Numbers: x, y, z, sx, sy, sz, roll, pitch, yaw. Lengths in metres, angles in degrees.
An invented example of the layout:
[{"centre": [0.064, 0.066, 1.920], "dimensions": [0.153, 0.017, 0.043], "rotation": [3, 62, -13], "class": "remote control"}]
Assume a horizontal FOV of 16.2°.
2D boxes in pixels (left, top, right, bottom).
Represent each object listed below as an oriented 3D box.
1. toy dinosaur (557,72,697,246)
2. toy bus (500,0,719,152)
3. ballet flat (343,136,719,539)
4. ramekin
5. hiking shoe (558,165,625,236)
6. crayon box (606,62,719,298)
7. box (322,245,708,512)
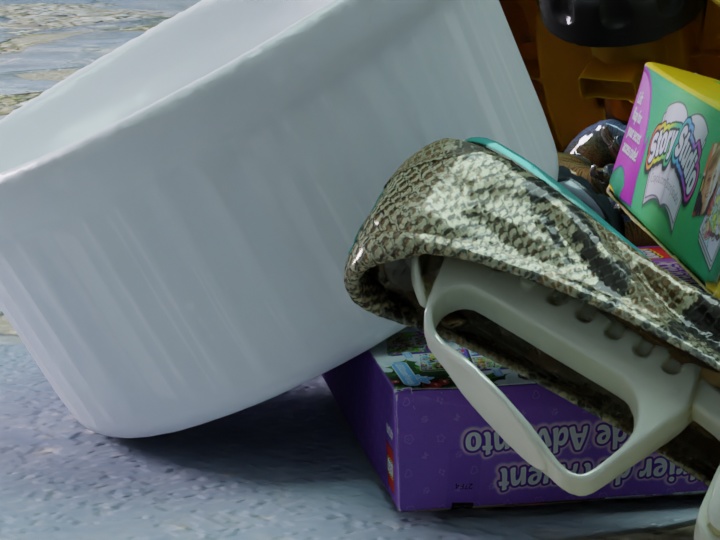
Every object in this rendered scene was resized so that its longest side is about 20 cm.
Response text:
[{"centre": [0.058, -0.016, 1.034], "dimensions": [0.181, 0.200, 0.105], "rotation": [-27, 20, 48], "class": "toy dinosaur"}, {"centre": [0.107, -0.119, 1.129], "dimensions": [0.199, 0.136, 0.192], "rotation": [7, 42, 27], "class": "toy bus"}, {"centre": [0.082, 0.035, 0.664], "dimensions": [0.199, 0.068, 0.075], "rotation": [29, 56, 17], "class": "ballet flat"}, {"centre": [-0.033, -0.031, 0.811], "dimensions": [0.199, 0.098, 0.201], "rotation": [-26, 13, 6], "class": "ramekin"}, {"centre": [0.000, 0.000, 0.941], "dimensions": [0.199, 0.075, 0.087], "rotation": [6, 39, 18], "class": "hiking shoe"}, {"centre": [0.186, -0.012, 0.851], "dimensions": [0.171, 0.059, 0.200], "rotation": [14, 9, -6], "class": "crayon box"}, {"centre": [0.062, 0.029, 0.805], "dimensions": [0.136, 0.039, 0.200], "rotation": [-3, 11, -7], "class": "box"}]
